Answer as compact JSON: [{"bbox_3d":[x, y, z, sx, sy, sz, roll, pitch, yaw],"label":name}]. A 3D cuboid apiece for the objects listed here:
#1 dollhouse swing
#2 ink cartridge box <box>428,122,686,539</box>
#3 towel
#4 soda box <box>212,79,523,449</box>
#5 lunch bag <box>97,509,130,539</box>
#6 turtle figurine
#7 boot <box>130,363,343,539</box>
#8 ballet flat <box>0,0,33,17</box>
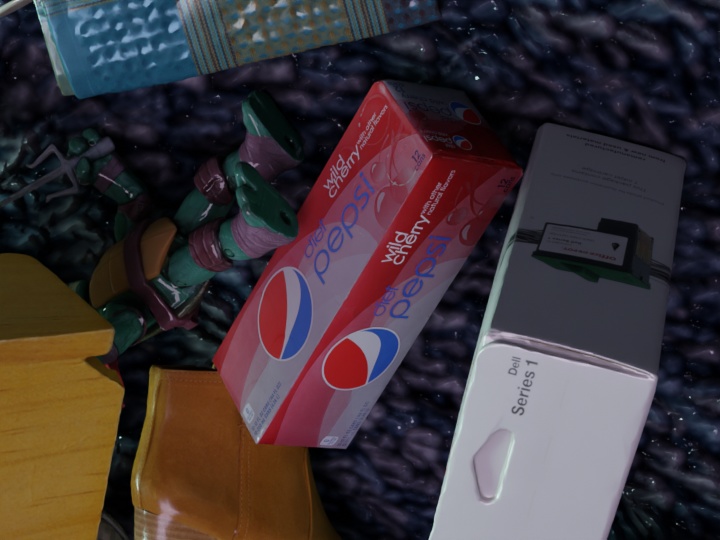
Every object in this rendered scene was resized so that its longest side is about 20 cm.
[{"bbox_3d":[-0.242,0.059,1.035,0.181,0.176,0.201,-5,130,-25],"label":"dollhouse swing"},{"bbox_3d":[0.099,0.043,0.986,0.084,0.200,0.147,14,125,4],"label":"ink cartridge box"},{"bbox_3d":[-0.069,-0.169,0.982,0.199,0.022,0.147,-12,119,1],"label":"towel"},{"bbox_3d":[0.000,0.000,1.043,0.063,0.070,0.200,7,126,-37],"label":"soda box"},{"bbox_3d":[-0.221,0.190,1.184,0.167,0.140,0.200,11,157,-7],"label":"lunch bag"},{"bbox_3d":[-0.121,-0.010,1.076,0.199,0.150,0.101,-30,143,25],"label":"turtle figurine"},{"bbox_3d":[-0.042,0.122,1.154,0.071,0.200,0.145,9,90,52],"label":"boot"},{"bbox_3d":[-0.214,-0.161,1.029,0.199,0.069,0.072,-6,101,16],"label":"ballet flat"}]
